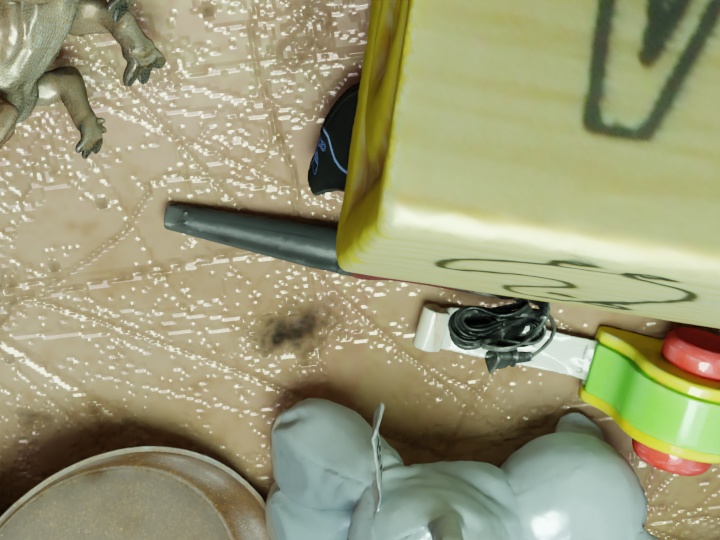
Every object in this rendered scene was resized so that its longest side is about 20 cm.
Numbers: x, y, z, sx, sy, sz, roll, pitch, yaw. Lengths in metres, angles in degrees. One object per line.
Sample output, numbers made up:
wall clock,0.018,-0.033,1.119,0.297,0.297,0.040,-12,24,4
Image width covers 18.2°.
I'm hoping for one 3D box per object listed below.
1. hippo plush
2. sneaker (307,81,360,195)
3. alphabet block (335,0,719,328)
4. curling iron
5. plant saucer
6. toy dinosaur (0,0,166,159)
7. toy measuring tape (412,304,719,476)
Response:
hippo plush,0.054,0.117,1.122,0.160,0.160,0.201,-14,142,-27
sneaker,0.069,-0.024,1.071,0.199,0.070,0.078,33,117,-10
alphabet block,0.106,-0.088,0.930,0.198,0.195,0.198,8,83,-4
curling iron,0.000,0.000,1.088,0.199,0.050,0.026,19,141,2
plant saucer,-0.129,0.180,1.151,0.199,0.034,0.202,-11,112,-29
toy dinosaur,-0.169,-0.116,1.015,0.135,0.086,0.200,39,97,18
toy measuring tape,0.126,0.057,1.107,0.199,0.074,0.074,14,117,-8
